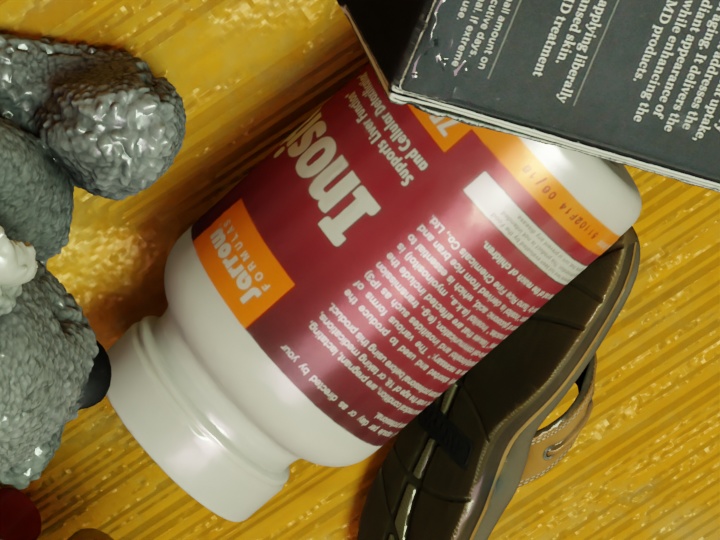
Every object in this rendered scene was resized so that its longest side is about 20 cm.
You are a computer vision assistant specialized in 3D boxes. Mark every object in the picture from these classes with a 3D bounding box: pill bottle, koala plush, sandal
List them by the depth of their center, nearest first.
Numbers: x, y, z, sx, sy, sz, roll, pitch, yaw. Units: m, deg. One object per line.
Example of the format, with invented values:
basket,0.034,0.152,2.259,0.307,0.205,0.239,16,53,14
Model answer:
koala plush,-0.158,0.014,0.975,0.183,0.200,0.178,16,113,-20
pill bottle,0.000,0.000,1.054,0.200,0.113,0.113,-42,118,9
sandal,0.062,0.058,1.123,0.054,0.082,0.201,8,114,-35

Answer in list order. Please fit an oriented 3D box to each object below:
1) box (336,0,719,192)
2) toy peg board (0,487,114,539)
box,0.098,-0.123,0.964,0.196,0.200,0.124,16,112,-20
toy peg board,-0.132,0.172,1.082,0.198,0.098,0.201,12,119,19
